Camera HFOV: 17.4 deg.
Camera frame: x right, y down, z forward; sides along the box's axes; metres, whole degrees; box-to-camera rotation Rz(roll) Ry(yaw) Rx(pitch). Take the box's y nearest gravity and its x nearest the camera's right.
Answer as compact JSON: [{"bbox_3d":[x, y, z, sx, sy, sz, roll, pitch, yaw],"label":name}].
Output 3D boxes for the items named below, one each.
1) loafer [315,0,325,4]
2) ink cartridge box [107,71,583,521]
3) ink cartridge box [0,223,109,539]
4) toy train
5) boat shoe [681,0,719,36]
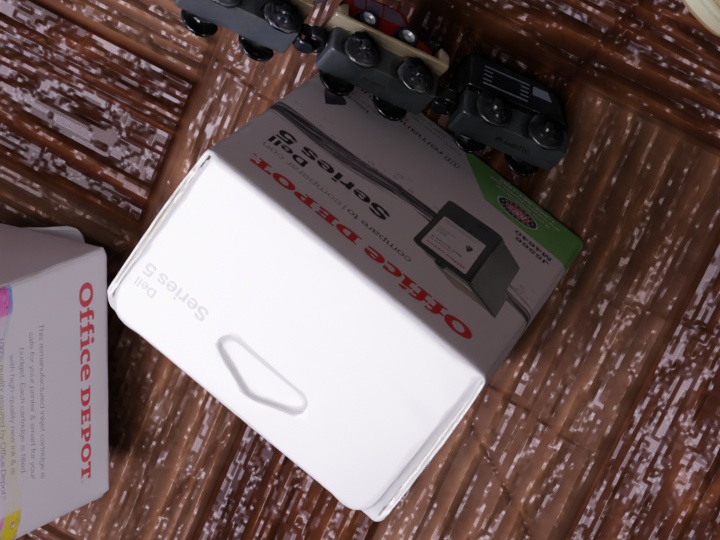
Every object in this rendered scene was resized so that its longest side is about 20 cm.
[{"bbox_3d":[0.011,-0.172,1.019,0.199,0.071,0.073,-28,97,22],"label":"loafer"},{"bbox_3d":[0.000,0.000,1.004,0.145,0.200,0.084,38,113,2],"label":"ink cartridge box"},{"bbox_3d":[-0.211,0.055,1.097,0.124,0.200,0.130,13,110,31],"label":"ink cartridge box"},{"bbox_3d":[0.005,-0.097,1.024,0.199,0.046,0.034,22,143,-19],"label":"toy train"},{"bbox_3d":[0.133,-0.196,0.975,0.062,0.073,0.201,-19,99,24],"label":"boat shoe"}]
